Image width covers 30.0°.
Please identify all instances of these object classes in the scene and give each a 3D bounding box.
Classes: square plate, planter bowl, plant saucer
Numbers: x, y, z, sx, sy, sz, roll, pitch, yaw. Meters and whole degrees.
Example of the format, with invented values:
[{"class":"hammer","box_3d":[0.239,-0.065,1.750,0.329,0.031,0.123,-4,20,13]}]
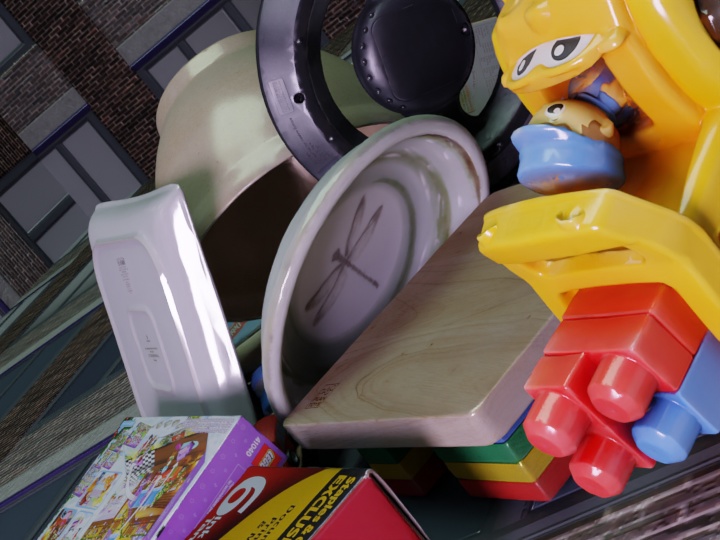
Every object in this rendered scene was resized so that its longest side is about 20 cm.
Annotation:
[{"class":"square plate","box_3d":[-0.129,0.048,0.892,0.028,0.201,0.199,-21,7,-25]},{"class":"planter bowl","box_3d":[-0.062,-0.080,0.940,0.198,0.136,0.201,-27,-26,-14]},{"class":"plant saucer","box_3d":[0.000,0.000,0.781,0.050,0.201,0.200,27,61,32]}]

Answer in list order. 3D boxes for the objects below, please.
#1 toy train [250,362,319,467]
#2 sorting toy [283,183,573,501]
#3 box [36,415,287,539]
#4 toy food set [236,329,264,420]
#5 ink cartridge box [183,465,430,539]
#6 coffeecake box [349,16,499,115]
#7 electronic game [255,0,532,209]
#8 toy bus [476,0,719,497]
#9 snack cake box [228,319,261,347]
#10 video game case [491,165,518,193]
[{"class":"toy train","box_3d":[-0.047,0.109,0.775,0.034,0.046,0.201,-36,27,20]},{"class":"sorting toy","box_3d":[0.083,0.032,0.692,0.199,0.070,0.199,-47,14,-25]},{"class":"box","box_3d":[-0.130,0.149,0.763,0.138,0.039,0.199,-55,18,-21]},{"class":"toy food set","box_3d":[-0.037,0.065,0.975,0.199,0.061,0.143,-23,10,48]},{"class":"ink cartridge box","box_3d":[-0.052,0.180,0.559,0.200,0.084,0.175,-46,15,-26]},{"class":"coffeecake box","box_3d":[0.102,-0.165,1.102,0.198,0.074,0.153,-18,5,-21]},{"class":"electronic game","box_3d":[0.032,-0.136,0.825,0.200,0.201,0.042,-42,17,-9]},{"class":"toy bus","box_3d":[0.113,-0.021,0.523,0.193,0.200,0.135,-53,21,-21]},{"class":"snack cake box","box_3d":[-0.041,-0.015,1.115,0.199,0.068,0.115,-38,-11,9]},{"class":"video game case","box_3d":[0.082,-0.063,0.965,0.143,0.018,0.200,-40,-7,2]}]
